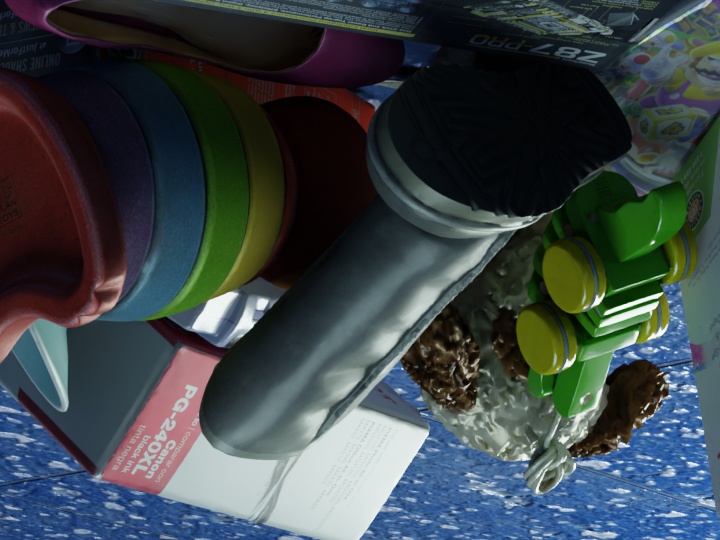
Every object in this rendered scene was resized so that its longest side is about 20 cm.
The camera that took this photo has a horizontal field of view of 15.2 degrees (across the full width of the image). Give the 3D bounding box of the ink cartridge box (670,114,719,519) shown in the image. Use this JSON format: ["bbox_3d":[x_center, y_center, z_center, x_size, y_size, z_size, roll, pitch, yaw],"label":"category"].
[{"bbox_3d":[0.183,0.023,1.057,0.067,0.201,0.117,7,146,-17],"label":"ink cartridge box"}]

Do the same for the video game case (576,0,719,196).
[{"bbox_3d":[0.166,-0.078,1.101,0.200,0.018,0.143,-31,139,33],"label":"video game case"}]

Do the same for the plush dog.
[{"bbox_3d":[0.069,0.001,1.232,0.200,0.172,0.160,19,158,-40],"label":"plush dog"}]

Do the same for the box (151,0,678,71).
[{"bbox_3d":[0.021,-0.128,0.946,0.199,0.049,0.161,8,161,-12],"label":"box"}]

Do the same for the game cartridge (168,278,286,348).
[{"bbox_3d":[-0.081,-0.002,1.331,0.130,0.038,0.200,38,-171,21],"label":"game cartridge"}]

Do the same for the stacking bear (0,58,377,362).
[{"bbox_3d":[-0.073,-0.030,1.106,0.200,0.114,0.121,-5,167,-44],"label":"stacking bear"}]

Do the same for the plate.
[{"bbox_3d":[-0.177,-0.027,1.245,0.026,0.200,0.200,-30,166,-11],"label":"plate"}]

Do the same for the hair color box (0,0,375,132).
[{"bbox_3d":[-0.090,-0.075,1.222,0.101,0.061,0.200,-6,160,33],"label":"hair color box"}]

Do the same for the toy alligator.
[{"bbox_3d":[0.089,0.017,1.133,0.059,0.054,0.200,-17,148,-27],"label":"toy alligator"}]

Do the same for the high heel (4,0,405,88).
[{"bbox_3d":[-0.056,-0.098,1.071,0.200,0.096,0.067,26,118,-35],"label":"high heel"}]

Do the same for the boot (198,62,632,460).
[{"bbox_3d":[0.001,0.002,1.056,0.200,0.073,0.182,-37,165,29],"label":"boot"}]

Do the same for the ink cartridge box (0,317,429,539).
[{"bbox_3d":[-0.084,0.057,1.379,0.200,0.084,0.145,23,-168,-48],"label":"ink cartridge box"}]
